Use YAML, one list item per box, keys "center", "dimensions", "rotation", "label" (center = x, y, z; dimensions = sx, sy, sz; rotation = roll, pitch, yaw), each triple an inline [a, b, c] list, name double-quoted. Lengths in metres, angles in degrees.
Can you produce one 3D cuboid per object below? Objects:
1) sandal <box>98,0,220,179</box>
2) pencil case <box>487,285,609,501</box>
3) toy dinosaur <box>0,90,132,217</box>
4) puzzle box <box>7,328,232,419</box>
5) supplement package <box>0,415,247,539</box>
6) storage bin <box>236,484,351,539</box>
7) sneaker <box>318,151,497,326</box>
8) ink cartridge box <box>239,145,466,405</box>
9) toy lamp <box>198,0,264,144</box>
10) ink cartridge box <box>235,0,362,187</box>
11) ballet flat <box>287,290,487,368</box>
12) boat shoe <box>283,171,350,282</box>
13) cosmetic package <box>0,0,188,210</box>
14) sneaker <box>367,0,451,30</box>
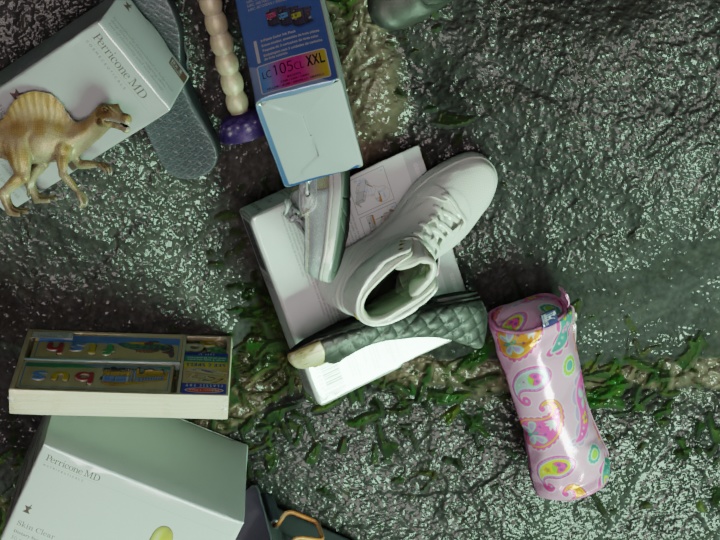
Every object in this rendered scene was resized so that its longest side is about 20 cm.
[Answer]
- center: [-0.181, -0.177, 1.597]
  dimensions: [0.075, 0.043, 0.202]
  rotation: [-9, 118, 12]
  label: "sandal"
- center: [0.183, 0.118, 1.708]
  dimensions: [0.087, 0.088, 0.202]
  rotation: [-14, 111, 3]
  label: "pencil case"
- center: [-0.285, -0.102, 1.531]
  dimensions: [0.198, 0.058, 0.102]
  rotation: [-4, 106, 5]
  label: "toy dinosaur"
- center: [-0.218, 0.095, 1.654]
  dimensions: [0.198, 0.133, 0.026]
  rotation: [2, 113, -4]
  label: "puzzle box"
- center: [-0.217, 0.207, 1.687]
  dimensions: [0.198, 0.156, 0.112]
  rotation: [23, 109, -11]
  label: "supplement package"
- center: [-0.053, 0.312, 1.727]
  dimensions: [0.133, 0.200, 0.146]
  rotation: [20, 111, -22]
  label: "storage bin"
- center: [0.062, -0.023, 1.605]
  dimensions: [0.200, 0.115, 0.074]
  rotation: [-42, 113, -7]
  label: "sneaker"
- center: [0.000, 0.000, 1.674]
  dimensions: [0.172, 0.044, 0.202]
  rotation: [-25, 112, -14]
  label: "ink cartridge box"
- center: [-0.126, -0.212, 1.572]
  dimensions: [0.058, 0.058, 0.202]
  rotation: [-14, 112, 4]
  label: "toy lamp"
- center: [-0.058, -0.194, 1.512]
  dimensions: [0.076, 0.202, 0.137]
  rotation: [-12, 150, 3]
  label: "ink cartridge box"
- center: [0.029, 0.063, 1.641]
  dimensions: [0.198, 0.066, 0.057]
  rotation: [-13, 95, -19]
  label: "ballet flat"
- center: [-0.043, -0.089, 1.585]
  dimensions: [0.064, 0.074, 0.204]
  rotation: [-2, 80, 5]
  label: "boat shoe"
- center: [-0.259, -0.146, 1.562]
  dimensions: [0.199, 0.074, 0.102]
  rotation: [-29, 112, 27]
  label: "cosmetic package"
- center: [0.086, -0.276, 1.538]
  dimensions: [0.200, 0.091, 0.076]
  rotation: [-39, 111, 14]
  label: "sneaker"
